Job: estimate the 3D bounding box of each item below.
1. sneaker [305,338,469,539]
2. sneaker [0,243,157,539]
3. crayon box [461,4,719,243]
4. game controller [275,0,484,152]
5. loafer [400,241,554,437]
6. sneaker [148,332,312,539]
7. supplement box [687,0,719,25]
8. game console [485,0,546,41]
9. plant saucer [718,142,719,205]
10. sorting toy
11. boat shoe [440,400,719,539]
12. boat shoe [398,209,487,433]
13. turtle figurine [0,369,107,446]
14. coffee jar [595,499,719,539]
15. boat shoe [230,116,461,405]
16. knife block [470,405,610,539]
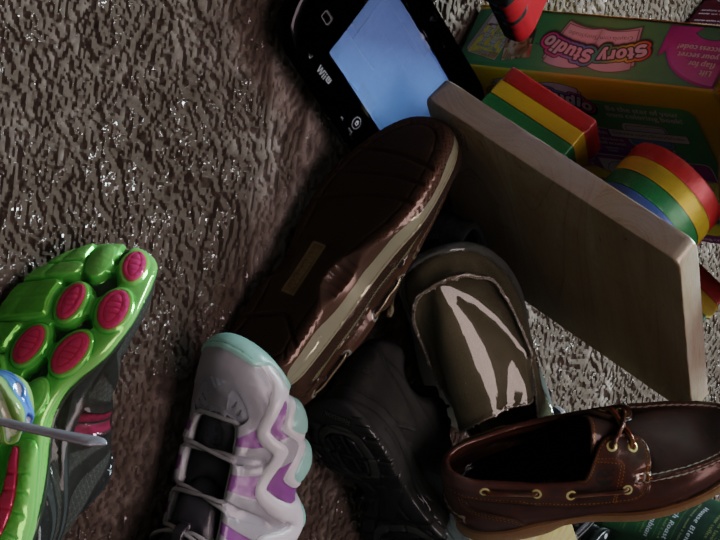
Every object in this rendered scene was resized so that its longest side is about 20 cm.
[{"bbox_3d":[0.035,0.127,1.494,0.091,0.075,0.201,-61,143,-34],"label":"sneaker"},{"bbox_3d":[-0.166,0.076,1.220,0.201,0.076,0.084,-65,159,-13],"label":"sneaker"},{"bbox_3d":[0.184,-0.096,1.523,0.059,0.199,0.173,-61,140,-25],"label":"crayon box"},{"bbox_3d":[0.015,-0.126,1.421,0.105,0.042,0.200,-61,140,-23],"label":"game controller"},{"bbox_3d":[0.085,0.063,1.469,0.070,0.075,0.201,-103,167,-49],"label":"loafer"},{"bbox_3d":[-0.093,0.148,1.318,0.140,0.077,0.202,-32,123,-46],"label":"sneaker"},{"bbox_3d":[0.267,-0.122,1.745,0.200,0.061,0.109,-49,134,-35],"label":"supplement box"},{"bbox_3d":[0.081,-0.266,1.399,0.201,0.118,0.172,-66,168,-3],"label":"game console"},{"bbox_3d":[0.271,-0.067,1.446,0.199,0.031,0.202,-6,97,-57],"label":"plant saucer"},{"bbox_3d":[0.150,-0.030,1.447,0.070,0.198,0.200,-46,153,-16],"label":"sorting toy"},{"bbox_3d":[0.149,0.120,1.440,0.071,0.198,0.071,73,1,-46],"label":"boat shoe"},{"bbox_3d":[0.073,0.040,1.530,0.069,0.056,0.201,-52,136,-32],"label":"boat shoe"},{"bbox_3d":[-0.219,0.117,1.063,0.193,0.201,0.144,-24,153,-23],"label":"turtle figurine"},{"bbox_3d":[0.258,0.219,1.706,0.085,0.199,0.105,-49,134,-34],"label":"coffee jar"},{"bbox_3d":[-0.004,-0.003,1.402,0.203,0.075,0.075,-50,143,-11],"label":"boat shoe"},{"bbox_3d":[0.105,0.182,1.606,0.199,0.064,0.177,10,90,-53],"label":"knife block"}]
